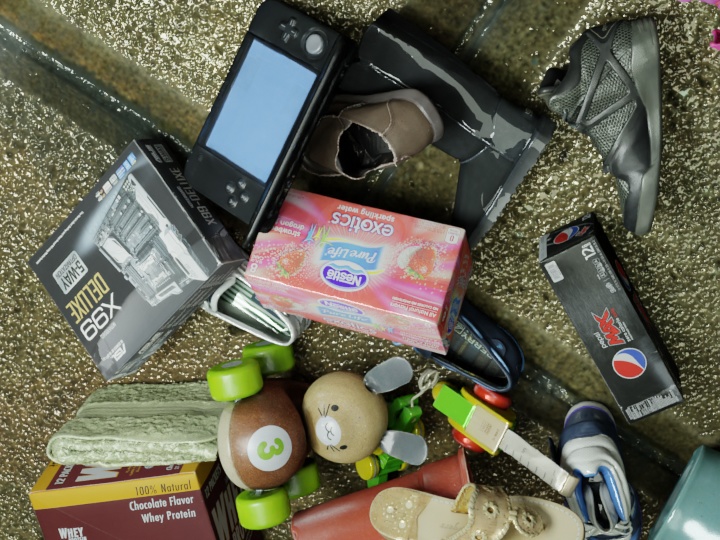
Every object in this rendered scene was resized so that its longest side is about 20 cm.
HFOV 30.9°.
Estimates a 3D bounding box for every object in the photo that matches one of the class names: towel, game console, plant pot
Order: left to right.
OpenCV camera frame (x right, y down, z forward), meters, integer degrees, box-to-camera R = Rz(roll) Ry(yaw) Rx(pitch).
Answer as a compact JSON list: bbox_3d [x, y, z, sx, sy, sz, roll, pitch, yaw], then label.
[{"bbox_3d":[-0.219,0.159,1.383,0.197,0.149,0.037,-3,111,14],"label":"towel"},{"bbox_3d":[-0.093,-0.142,1.191,0.175,0.116,0.202,33,101,28],"label":"game console"},{"bbox_3d":[0.037,0.303,1.352,0.193,0.201,0.203,-13,111,5],"label":"plant pot"},{"bbox_3d":[0.394,0.280,1.312,0.187,0.200,0.202,29,116,14],"label":"plant pot"}]

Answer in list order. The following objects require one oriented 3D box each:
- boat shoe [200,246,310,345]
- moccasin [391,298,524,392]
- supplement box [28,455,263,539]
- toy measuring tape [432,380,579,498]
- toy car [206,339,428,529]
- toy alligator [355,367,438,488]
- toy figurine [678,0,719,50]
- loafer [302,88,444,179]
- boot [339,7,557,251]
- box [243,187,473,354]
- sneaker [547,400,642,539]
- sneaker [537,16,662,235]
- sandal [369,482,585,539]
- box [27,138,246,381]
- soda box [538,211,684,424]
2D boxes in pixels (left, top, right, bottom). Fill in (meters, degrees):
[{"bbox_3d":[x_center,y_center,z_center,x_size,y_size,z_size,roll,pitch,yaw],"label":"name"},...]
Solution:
[{"bbox_3d":[-0.142,0.011,1.347,0.198,0.067,0.074,25,115,1],"label":"boat shoe"},{"bbox_3d":[0.083,0.054,1.326,0.198,0.068,0.081,27,115,-2],"label":"moccasin"},{"bbox_3d":[-0.228,0.284,1.443,0.195,0.133,0.202,-9,112,13],"label":"supplement box"},{"bbox_3d":[0.153,0.170,1.335,0.199,0.073,0.074,33,121,35],"label":"toy measuring tape"},{"bbox_3d":[-0.032,0.155,1.316,0.198,0.158,0.166,-8,99,23],"label":"toy car"},{"bbox_3d":[0.033,0.161,1.383,0.054,0.059,0.201,49,134,34],"label":"toy alligator"},{"bbox_3d":[0.325,-0.281,1.122,0.198,0.150,0.186,21,127,24],"label":"toy figurine"},{"bbox_3d":[-0.009,-0.124,1.222,0.199,0.071,0.073,-10,117,54],"label":"loafer"},{"bbox_3d":[0.064,-0.131,1.252,0.199,0.066,0.166,31,118,-3],"label":"boot"},{"bbox_3d":[0.000,0.000,1.265,0.198,0.095,0.104,15,73,15],"label":"box"},{"bbox_3d":[0.245,0.249,1.338,0.080,0.147,0.202,-8,111,13],"label":"sneaker"},{"bbox_3d":[0.228,-0.131,1.221,0.113,0.076,0.202,-4,109,13],"label":"sneaker"},{"bbox_3d":[0.100,0.234,1.218,0.209,0.078,0.070,3,154,23],"label":"sandal"},{"bbox_3d":[-0.231,-0.010,1.328,0.200,0.050,0.158,-42,77,27],"label":"box"},{"bbox_3d":[0.249,0.048,1.293,0.063,0.071,0.201,-26,107,18],"label":"soda box"}]
